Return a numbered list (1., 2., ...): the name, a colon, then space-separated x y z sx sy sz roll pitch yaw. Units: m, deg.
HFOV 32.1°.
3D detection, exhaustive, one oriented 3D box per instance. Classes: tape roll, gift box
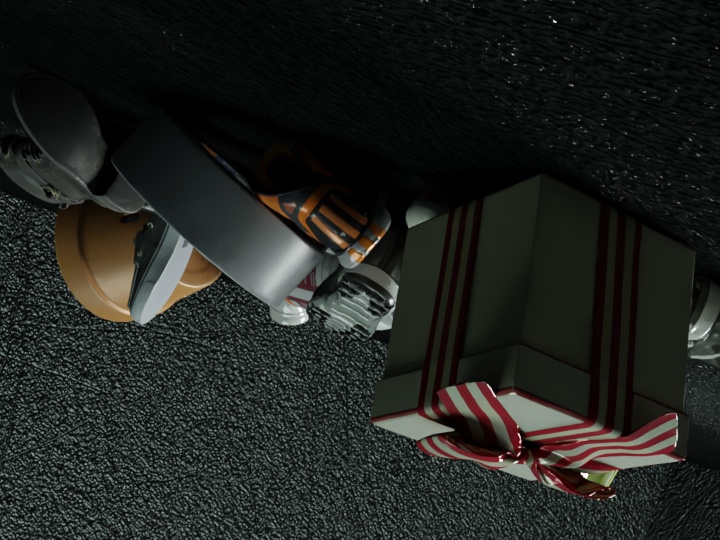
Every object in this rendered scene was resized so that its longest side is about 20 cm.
1. tape roll: -0.126 -0.057 1.119 0.200 0.066 0.200 43 -179 -1
2. gift box: 0.128 0.054 0.895 0.184 0.187 0.200 20 157 -24

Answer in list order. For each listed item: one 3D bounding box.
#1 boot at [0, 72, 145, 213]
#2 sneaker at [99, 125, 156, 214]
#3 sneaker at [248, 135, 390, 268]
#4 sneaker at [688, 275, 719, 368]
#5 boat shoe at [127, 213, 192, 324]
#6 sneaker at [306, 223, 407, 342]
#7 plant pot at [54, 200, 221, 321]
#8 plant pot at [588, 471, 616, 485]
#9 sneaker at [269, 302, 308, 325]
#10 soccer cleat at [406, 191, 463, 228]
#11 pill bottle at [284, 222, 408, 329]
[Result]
1. boot: -0.324 -0.121 1.273 0.174 0.069 0.200 8 147 40
2. sneaker: -0.258 -0.104 1.385 0.200 0.076 0.088 27 159 23
3. sneaker: -0.038 -0.071 1.085 0.112 0.078 0.200 40 180 -11
4. sneaker: 0.287 0.053 1.069 0.090 0.066 0.200 23 172 -3
5. boat shoe: -0.225 -0.036 1.426 0.057 0.200 0.069 28 -165 13
6. sneaker: 0.006 0.009 1.180 0.066 0.091 0.200 33 159 -5
7. plant pot: -0.255 -0.041 1.547 0.140 0.200 0.200 -7 157 38
8. plant pot: 0.239 0.125 1.416 0.184 0.200 0.200 30 177 16
9. sneaker: -0.092 -0.034 1.575 0.074 0.116 0.200 -4 -148 -10
10. soccer cleat: 0.080 -0.009 1.072 0.069 0.078 0.200 19 173 19
11. pill bottle: 0.000 0.000 1.329 0.114 0.114 0.200 25 173 -39
